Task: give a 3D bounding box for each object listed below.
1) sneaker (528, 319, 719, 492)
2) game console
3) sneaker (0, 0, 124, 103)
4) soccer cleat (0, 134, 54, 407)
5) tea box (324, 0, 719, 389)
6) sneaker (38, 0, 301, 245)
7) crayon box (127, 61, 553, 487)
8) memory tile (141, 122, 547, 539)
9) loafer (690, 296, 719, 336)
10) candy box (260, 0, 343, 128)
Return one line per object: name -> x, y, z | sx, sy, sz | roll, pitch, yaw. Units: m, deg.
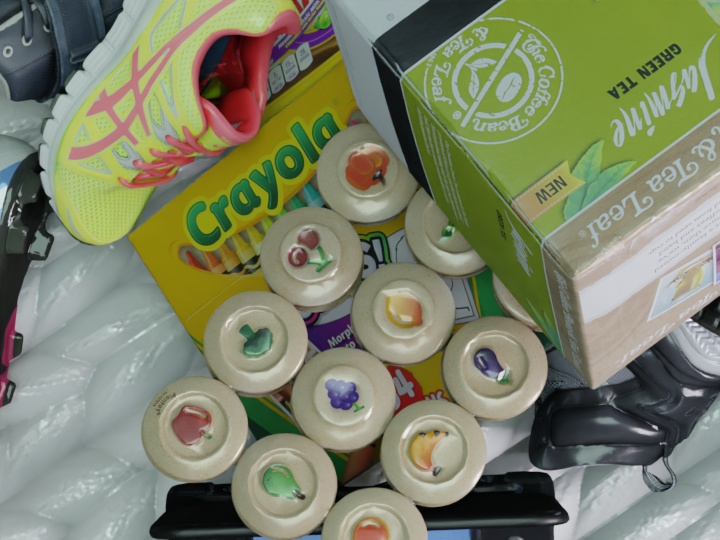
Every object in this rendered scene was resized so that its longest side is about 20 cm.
sneaker -> 0.096, 0.039, 1.389 | 0.199, 0.075, 0.114 | 28, 105, 20
game console -> 0.001, 0.161, 1.324 | 0.199, 0.117, 0.177 | -1, 123, 1
sneaker -> -0.141, -0.173, 1.337 | 0.146, 0.203, 0.077 | -17, 45, -25
soccer cleat -> -0.222, 0.023, 1.405 | 0.086, 0.070, 0.201 | 16, 83, 18
tea box -> 0.120, -0.095, 1.190 | 0.200, 0.134, 0.197 | -37, 67, -8
sneaker -> -0.094, -0.081, 1.333 | 0.090, 0.078, 0.200 | 46, 126, 24
crayon box -> 0.000, 0.000, 1.350 | 0.200, 0.058, 0.173 | -36, 86, 35
memory tile -> 0.006, 0.039, 1.242 | 0.153, 0.017, 0.200 | 32, 77, 10
loafer -> 0.170, -0.016, 1.310 | 0.200, 0.071, 0.073 | 34, 95, 37
candy box -> 0.005, -0.159, 1.356 | 0.200, 0.026, 0.103 | -37, 51, 36
